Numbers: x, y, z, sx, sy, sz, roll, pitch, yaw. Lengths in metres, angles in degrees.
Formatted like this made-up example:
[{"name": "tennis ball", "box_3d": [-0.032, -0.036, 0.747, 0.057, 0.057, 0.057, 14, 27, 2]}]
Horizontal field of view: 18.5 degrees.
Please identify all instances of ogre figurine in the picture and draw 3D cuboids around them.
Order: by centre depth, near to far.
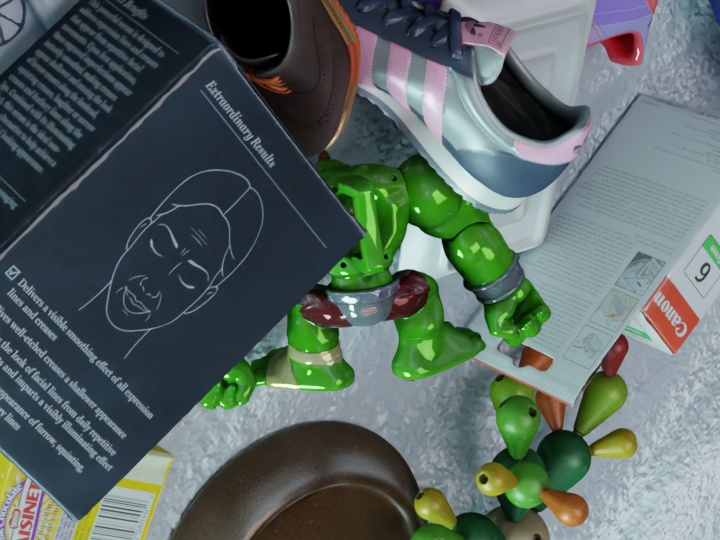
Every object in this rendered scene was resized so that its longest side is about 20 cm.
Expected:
[{"name": "ogre figurine", "box_3d": [0.000, 0.000, 1.175, 0.199, 0.098, 0.120, -4, 111, 5]}]

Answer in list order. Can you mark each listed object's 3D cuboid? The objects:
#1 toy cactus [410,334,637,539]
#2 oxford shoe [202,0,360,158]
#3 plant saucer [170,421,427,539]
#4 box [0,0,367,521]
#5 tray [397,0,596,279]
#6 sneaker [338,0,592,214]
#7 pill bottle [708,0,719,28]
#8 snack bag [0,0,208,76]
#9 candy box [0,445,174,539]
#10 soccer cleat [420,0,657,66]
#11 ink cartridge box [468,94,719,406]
[{"name": "toy cactus", "box_3d": [0.103, 0.139, 1.324, 0.200, 0.102, 0.165, -49, 152, -42]}, {"name": "oxford shoe", "box_3d": [-0.046, -0.111, 1.046, 0.200, 0.071, 0.073, 78, 27, -53]}, {"name": "plant saucer", "box_3d": [-0.031, 0.186, 1.271, 0.200, 0.032, 0.201, -15, 114, -36]}, {"name": "box", "box_3d": [-0.125, -0.012, 1.040, 0.200, 0.107, 0.149, -44, 132, -7]}, {"name": "tray", "box_3d": [0.080, -0.075, 1.224, 0.107, 0.022, 0.200, -18, 136, -29]}, {"name": "sneaker", "box_3d": [0.034, -0.117, 1.119, 0.200, 0.082, 0.070, 38, 47, -16]}, {"name": "pill bottle", "box_3d": [0.266, -0.178, 1.320, 0.120, 0.120, 0.200, -44, 129, -18]}, {"name": "snack bag", "box_3d": [-0.157, -0.133, 1.043, 0.200, 0.021, 0.189, -38, 127, -17]}, {"name": "candy box", "box_3d": [-0.173, 0.178, 1.152, 0.102, 0.026, 0.201, 17, 95, -40]}, {"name": "soccer cleat", "box_3d": [0.092, -0.147, 1.222, 0.200, 0.067, 0.077, -9, 100, -42]}, {"name": "ink cartridge box", "box_3d": [0.157, -0.004, 1.301, 0.200, 0.109, 0.050, -53, 131, -11]}]
